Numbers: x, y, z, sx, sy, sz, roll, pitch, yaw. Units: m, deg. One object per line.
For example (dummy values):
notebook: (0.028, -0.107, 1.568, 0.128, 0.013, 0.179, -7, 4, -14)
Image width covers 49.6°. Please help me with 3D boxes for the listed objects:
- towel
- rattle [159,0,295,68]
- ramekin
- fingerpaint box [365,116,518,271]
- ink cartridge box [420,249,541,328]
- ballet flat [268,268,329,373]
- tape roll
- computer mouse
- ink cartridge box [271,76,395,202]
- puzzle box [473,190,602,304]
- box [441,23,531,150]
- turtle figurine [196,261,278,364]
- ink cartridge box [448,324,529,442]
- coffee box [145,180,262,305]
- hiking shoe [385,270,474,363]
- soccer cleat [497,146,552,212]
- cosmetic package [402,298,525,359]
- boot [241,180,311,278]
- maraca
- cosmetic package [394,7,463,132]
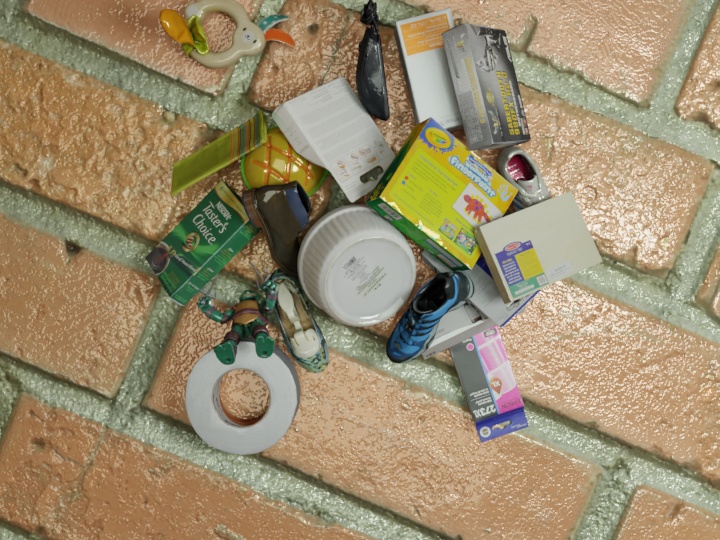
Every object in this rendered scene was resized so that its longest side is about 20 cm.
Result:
towel: (-0.247, -0.203, 1.346, 0.199, 0.086, 0.018, -27, 131, 16)
rattle: (-0.221, -0.423, 1.332, 0.198, 0.143, 0.131, 8, 74, 7)
ramekin: (0.000, 0.000, 1.316, 0.199, 0.105, 0.202, -8, 115, -17)
fingerpaint box: (0.136, -0.124, 1.299, 0.199, 0.073, 0.167, 36, 76, -15)
ink cartridge box: (0.206, 0.007, 1.341, 0.099, 0.039, 0.200, -41, 64, -7)
ballet flat: (-0.115, 0.094, 1.379, 0.074, 0.074, 0.201, -26, 92, 2)
tape roll: (-0.208, 0.222, 1.386, 0.198, 0.066, 0.202, 0, 92, 2)
computer mouse: (0.014, -0.357, 1.343, 0.052, 0.139, 0.202, -7, 104, 4)
ink cartridge box: (-0.035, -0.219, 1.332, 0.161, 0.050, 0.201, -35, 93, -41)
puzzle box: (0.295, -0.041, 1.292, 0.199, 0.025, 0.134, -20, 85, -22)
box: (0.216, -0.308, 1.318, 0.048, 0.158, 0.202, -13, 91, 36)
turtle figurine: (-0.197, 0.073, 1.338, 0.149, 0.201, 0.101, -25, 126, 10)
ink cartridge box: (0.230, 0.204, 1.396, 0.094, 0.037, 0.201, -19, 94, 2)
coffee box: (-0.275, -0.050, 1.359, 0.200, 0.044, 0.123, -43, 53, 2)
hiking shoe: (0.098, 0.073, 1.298, 0.200, 0.086, 0.074, -53, 57, 17)
soccer cleat: (0.298, -0.123, 1.355, 0.070, 0.086, 0.201, -29, 93, 2)
cosmetic package: (0.182, 0.072, 1.368, 0.199, 0.051, 0.083, -26, 62, 1)
boot: (-0.113, -0.068, 1.325, 0.096, 0.075, 0.200, -16, 133, 18)
maraca: (-0.112, -0.192, 1.354, 0.199, 0.107, 0.138, -27, 94, -16)
cosmetic package: (0.129, -0.340, 1.359, 0.101, 0.071, 0.202, -14, 92, 1)
